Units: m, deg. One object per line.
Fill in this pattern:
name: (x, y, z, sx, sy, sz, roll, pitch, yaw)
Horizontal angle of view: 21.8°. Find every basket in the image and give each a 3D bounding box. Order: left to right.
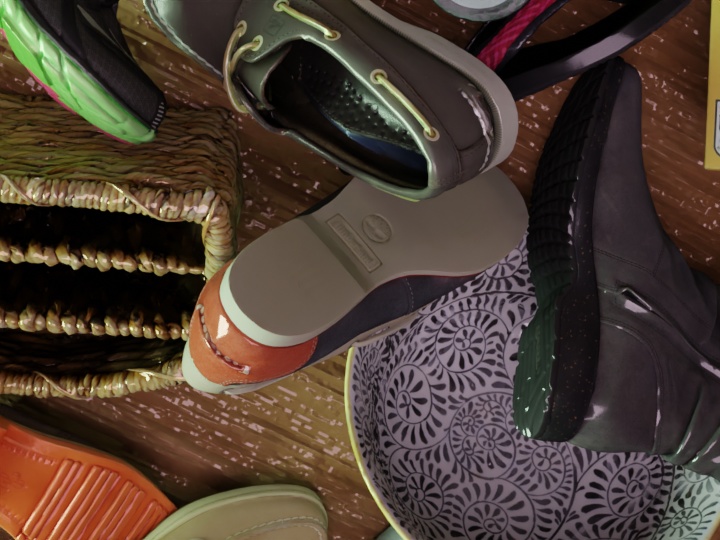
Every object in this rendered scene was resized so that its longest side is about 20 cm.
basket: (-0.158, 0.001, 0.885, 0.198, 0.149, 0.144, 4, 111, -4)

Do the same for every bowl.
bowl: (0.079, 0.082, 0.931, 0.199, 0.202, 0.094, 16, 153, -7)

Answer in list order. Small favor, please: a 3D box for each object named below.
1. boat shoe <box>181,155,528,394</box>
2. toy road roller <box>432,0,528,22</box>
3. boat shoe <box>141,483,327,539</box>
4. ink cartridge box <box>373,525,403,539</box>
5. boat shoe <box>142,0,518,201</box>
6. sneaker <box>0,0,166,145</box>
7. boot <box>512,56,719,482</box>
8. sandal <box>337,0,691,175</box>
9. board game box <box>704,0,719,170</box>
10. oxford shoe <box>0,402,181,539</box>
boat shoe: (0.000, 0.000, 0.857, 0.071, 0.199, 0.063, 50, 136, 13)
toy road roller: (0.046, -0.216, 0.826, 0.145, 0.123, 0.201, 30, 108, 0)
boat shoe: (-0.097, 0.175, 0.963, 0.199, 0.064, 0.072, -23, 127, -20)
ink cartridge box: (0.015, 0.255, 0.985, 0.200, 0.145, 0.145, -41, 106, 13)
boat shoe: (-0.026, -0.095, 0.852, 0.201, 0.060, 0.072, 30, 132, 23)
sneaker: (-0.137, -0.150, 0.842, 0.083, 0.077, 0.201, -28, 85, -3)
boot: (0.149, 0.003, 0.903, 0.131, 0.070, 0.202, 13, 75, -12)
sandal: (0.070, -0.106, 0.893, 0.199, 0.075, 0.045, -24, 98, 10)
board game box: (0.235, -0.142, 0.835, 0.152, 0.040, 0.202, 4, 96, 29)
oxford shoe: (-0.170, 0.103, 0.971, 0.200, 0.073, 0.071, 36, 95, -32)
